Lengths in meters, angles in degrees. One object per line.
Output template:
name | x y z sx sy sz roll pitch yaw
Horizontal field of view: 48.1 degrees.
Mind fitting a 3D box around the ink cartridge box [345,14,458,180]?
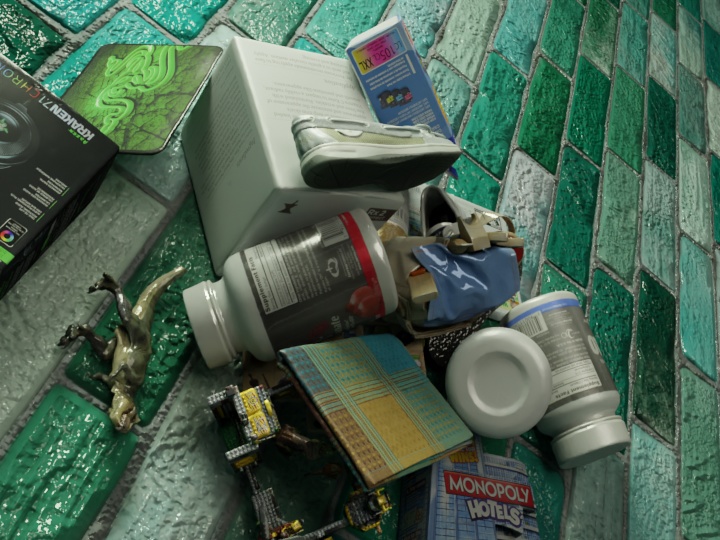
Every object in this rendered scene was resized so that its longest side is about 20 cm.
ink cartridge box | 0.059 -0.197 0.978 0.137 0.075 0.203 -82 148 -69

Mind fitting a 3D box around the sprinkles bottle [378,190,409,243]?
sprinkles bottle | 0.030 -0.080 1.039 0.067 0.068 0.203 24 48 -23

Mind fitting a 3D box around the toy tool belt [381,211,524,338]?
toy tool belt | 0.118 0.002 0.874 0.197 0.122 0.127 -17 98 -22

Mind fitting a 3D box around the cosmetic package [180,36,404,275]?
cosmetic package | -0.083 -0.118 0.905 0.163 0.165 0.203 2 59 -37

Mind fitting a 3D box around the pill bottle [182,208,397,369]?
pill bottle | -0.070 0.023 0.801 0.197 0.111 0.112 -21 69 -6

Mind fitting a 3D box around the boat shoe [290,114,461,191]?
boat shoe | 0.021 -0.124 0.820 0.199 0.074 0.066 -7 69 -35

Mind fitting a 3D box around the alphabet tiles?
alphabet tiles | -0.026 0.096 0.853 0.196 0.008 0.169 3 50 -11

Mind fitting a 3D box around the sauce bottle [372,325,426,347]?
sauce bottle | 0.044 0.084 0.936 0.064 0.065 0.201 38 44 -9

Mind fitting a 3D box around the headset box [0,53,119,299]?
headset box | -0.349 -0.083 0.719 0.173 0.093 0.201 38 46 -10

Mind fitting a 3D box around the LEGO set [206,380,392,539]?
LEGO set | -0.057 0.167 0.725 0.151 0.116 0.204 -12 72 -9

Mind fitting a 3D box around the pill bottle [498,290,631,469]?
pill bottle | 0.262 0.140 1.033 0.112 0.114 0.203 1 60 -37

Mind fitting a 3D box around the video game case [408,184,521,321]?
video game case | 0.136 -0.027 1.120 0.197 0.022 0.185 18 51 -29

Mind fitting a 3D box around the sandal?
sandal | 0.136 0.040 1.034 0.075 0.048 0.201 47 65 -12

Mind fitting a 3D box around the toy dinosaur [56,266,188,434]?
toy dinosaur | -0.224 0.056 0.756 0.088 0.047 0.203 38 41 -31

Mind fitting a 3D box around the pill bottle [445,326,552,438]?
pill bottle | 0.155 0.122 0.909 0.113 0.112 0.200 56 5 10

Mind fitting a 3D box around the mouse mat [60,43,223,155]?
mouse mat | -0.249 -0.190 0.869 0.158 0.008 0.202 5 46 13

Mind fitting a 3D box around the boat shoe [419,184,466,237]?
boat shoe | 0.106 -0.029 1.010 0.065 0.073 0.202 46 19 -37

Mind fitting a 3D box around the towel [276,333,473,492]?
towel | 0.018 0.123 0.756 0.147 0.022 0.199 52 25 20

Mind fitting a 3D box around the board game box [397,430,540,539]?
board game box | 0.120 0.249 0.880 0.197 0.062 0.203 16 52 -29
